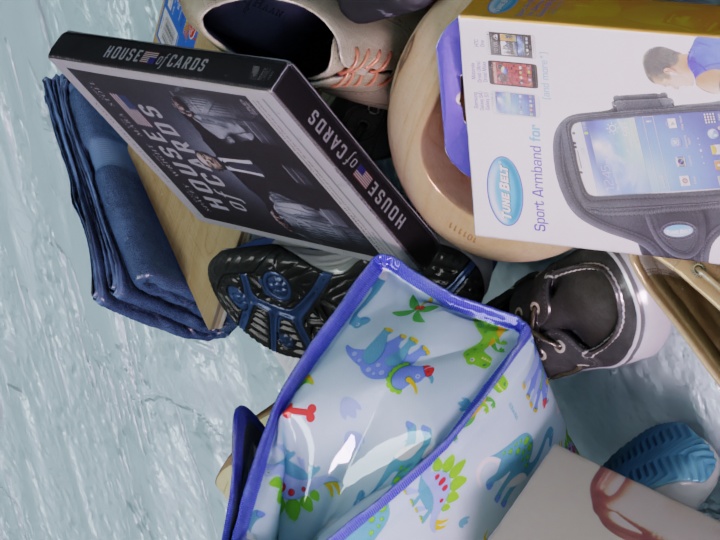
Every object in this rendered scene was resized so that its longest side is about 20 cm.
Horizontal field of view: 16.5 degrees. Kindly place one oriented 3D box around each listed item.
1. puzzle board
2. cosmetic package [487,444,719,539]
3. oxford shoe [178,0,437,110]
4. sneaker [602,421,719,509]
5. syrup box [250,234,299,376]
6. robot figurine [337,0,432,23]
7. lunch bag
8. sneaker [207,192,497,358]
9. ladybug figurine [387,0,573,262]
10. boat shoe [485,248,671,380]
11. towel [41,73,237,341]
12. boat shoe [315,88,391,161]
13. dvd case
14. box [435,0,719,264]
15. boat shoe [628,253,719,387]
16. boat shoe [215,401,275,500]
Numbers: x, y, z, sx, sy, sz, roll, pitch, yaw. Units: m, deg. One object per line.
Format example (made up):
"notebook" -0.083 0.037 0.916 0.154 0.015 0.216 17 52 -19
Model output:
"puzzle board" -0.094 -0.080 1.512 0.151 0.017 0.200 64 152 29
"cosmetic package" 0.161 0.185 1.256 0.200 0.087 0.103 25 137 15
"oxford shoe" -0.006 -0.112 1.312 0.074 0.200 0.071 -103 33 -55
"sneaker" 0.150 0.151 1.361 0.081 0.077 0.200 40 143 3
"syrup box" -0.008 0.027 1.525 0.200 0.079 0.081 56 150 21
"robot figurine" 0.030 -0.215 1.248 0.125 0.150 0.200 56 154 -14
"lunch bag" 0.011 0.122 1.313 0.127 0.200 0.170 24 160 30
"sneaker" 0.000 0.000 1.437 0.200 0.077 0.076 -3 123 35
"ladybug figurine" 0.088 -0.088 1.263 0.136 0.072 0.200 33 139 4
"boat shoe" 0.106 0.030 1.324 0.069 0.057 0.200 67 161 6
"towel" -0.146 -0.043 1.646 0.049 0.112 0.200 -41 48 23
"boat shoe" 0.007 -0.094 1.438 0.065 0.073 0.200 39 140 1
"dvd case" -0.065 -0.067 1.347 0.200 0.025 0.150 12 151 48
"box" 0.126 -0.067 1.169 0.200 0.041 0.119 6 120 22
"boat shoe" 0.203 0.060 1.201 0.201 0.063 0.073 61 151 12
"boat shoe" -0.036 0.113 1.486 0.063 0.073 0.200 55 162 10
